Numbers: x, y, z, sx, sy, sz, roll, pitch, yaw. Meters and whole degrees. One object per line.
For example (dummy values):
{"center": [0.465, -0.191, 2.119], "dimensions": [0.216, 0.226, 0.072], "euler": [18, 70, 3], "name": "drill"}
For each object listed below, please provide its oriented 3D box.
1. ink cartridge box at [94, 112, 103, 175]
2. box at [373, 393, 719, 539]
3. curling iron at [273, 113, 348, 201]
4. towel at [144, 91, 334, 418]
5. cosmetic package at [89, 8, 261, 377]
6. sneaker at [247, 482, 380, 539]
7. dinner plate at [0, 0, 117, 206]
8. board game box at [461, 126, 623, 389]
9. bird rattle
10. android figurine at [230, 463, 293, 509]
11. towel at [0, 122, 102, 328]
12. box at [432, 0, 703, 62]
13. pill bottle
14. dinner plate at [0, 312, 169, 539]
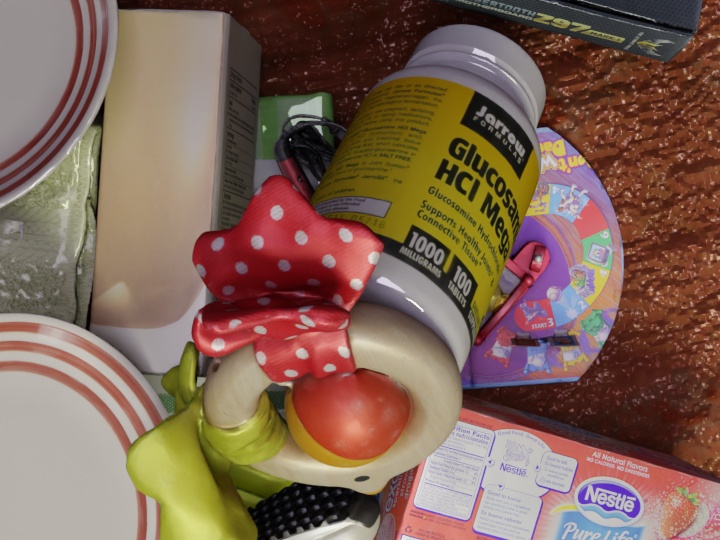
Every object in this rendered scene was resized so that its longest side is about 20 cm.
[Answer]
{"center": [-0.246, -0.127, 0.860], "dimensions": [0.115, 0.067, 0.201], "euler": [-28, 90, 17], "name": "ink cartridge box"}
{"center": [0.103, 0.137, 0.813], "dimensions": [0.198, 0.095, 0.104], "euler": [17, 92, -17], "name": "box"}
{"center": [0.000, 0.000, 0.847], "dimensions": [0.049, 0.026, 0.202], "euler": [-20, 93, 7], "name": "curling iron"}
{"center": [-0.084, -0.007, 0.882], "dimensions": [0.147, 0.031, 0.203], "euler": [0, 89, 6], "name": "towel"}
{"center": [-0.105, -0.042, 0.819], "dimensions": [0.070, 0.105, 0.203], "euler": [3, 87, 7], "name": "cosmetic package"}
{"center": [-0.052, 0.190, 0.809], "dimensions": [0.199, 0.070, 0.094], "euler": [-31, 100, 28], "name": "sneaker"}
{"center": [-0.224, -0.119, 0.778], "dimensions": [0.198, 0.024, 0.203], "euler": [-3, 76, 12], "name": "dinner plate"}
{"center": [0.064, -0.005, 0.867], "dimensions": [0.197, 0.039, 0.160], "euler": [-4, 91, 3], "name": "board game box"}
{"center": [-0.026, 0.050, 0.699], "dimensions": [0.162, 0.113, 0.201], "euler": [16, 127, -23], "name": "bird rattle"}
{"center": [-0.071, 0.201, 0.881], "dimensions": [0.198, 0.041, 0.184], "euler": [21, 92, 5], "name": "android figurine"}
{"center": [-0.243, -0.032, 0.819], "dimensions": [0.198, 0.036, 0.150], "euler": [7, 99, 14], "name": "towel"}
{"center": [0.131, -0.238, 0.825], "dimensions": [0.156, 0.051, 0.202], "euler": [14, 79, -5], "name": "box"}
{"center": [0.035, -0.039, 0.782], "dimensions": [0.111, 0.113, 0.201], "euler": [24, 56, 3], "name": "pill bottle"}
{"center": [-0.168, 0.122, 0.700], "dimensions": [0.024, 0.199, 0.202], "euler": [-15, 90, 44], "name": "dinner plate"}
